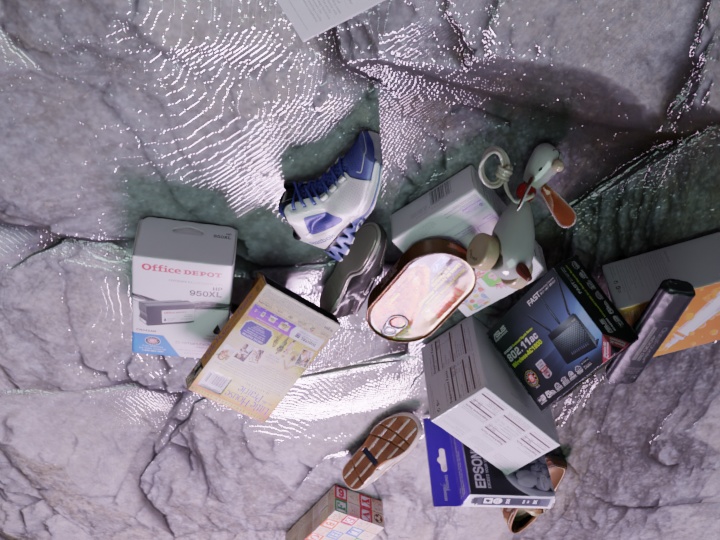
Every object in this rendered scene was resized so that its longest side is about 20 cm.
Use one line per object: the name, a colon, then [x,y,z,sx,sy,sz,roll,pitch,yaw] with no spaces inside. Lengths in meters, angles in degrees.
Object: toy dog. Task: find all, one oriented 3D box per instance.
toy dog: [0.222,-0.063,1.206,0.130,0.096,0.203,-3,110,-28]

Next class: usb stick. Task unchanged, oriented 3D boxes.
usb stick: [0.411,0.090,1.300,0.055,0.033,0.201,5,132,-15]

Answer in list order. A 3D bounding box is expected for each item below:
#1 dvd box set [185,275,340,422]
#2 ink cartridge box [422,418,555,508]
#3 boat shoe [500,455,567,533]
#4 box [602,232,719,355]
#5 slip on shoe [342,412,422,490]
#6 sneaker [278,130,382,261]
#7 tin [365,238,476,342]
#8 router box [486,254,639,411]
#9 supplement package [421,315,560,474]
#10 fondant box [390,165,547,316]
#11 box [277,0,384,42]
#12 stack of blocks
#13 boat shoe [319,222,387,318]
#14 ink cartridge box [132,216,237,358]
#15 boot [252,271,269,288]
dvd box set: [-0.143,0.120,1.338,0.146,0.029,0.201,29,105,-32]
ink cartridge box: [0.212,0.312,1.536,0.197,0.199,0.044,1,127,-4]
boat shoe: [0.335,0.432,1.732,0.075,0.074,0.201,14,131,-14]
box: [0.477,0.039,1.353,0.198,0.098,0.125,-17,131,13]
slip on shoe: [0.046,0.322,1.637,0.060,0.076,0.200,-6,141,-55]
sneaker: [-0.048,-0.099,1.232,0.114,0.081,0.200,13,132,-16]
tin: [0.086,0.031,1.310,0.111,0.042,0.200,27,130,-17]
router box: [0.294,0.096,1.351,0.062,0.151,0.200,-21,159,-37]
supplement package: [0.207,0.201,1.462,0.110,0.157,0.200,-35,125,25]
fondant box: [0.157,-0.037,1.311,0.143,0.059,0.200,-30,126,23]
box: [-0.007,-0.361,0.983,0.198,0.098,0.125,-22,129,18]
stack of blocks: [-0.054,0.517,1.807,0.114,0.059,0.200,25,127,-23]
boat shoe: [0.000,0.000,1.342,0.056,0.067,0.201,2,141,-30]
ink cartridge box: [-0.261,0.031,1.340,0.143,0.085,0.201,5,132,-8]
boot: [-0.161,0.105,1.384,0.155,0.077,0.201,-36,144,-10]
